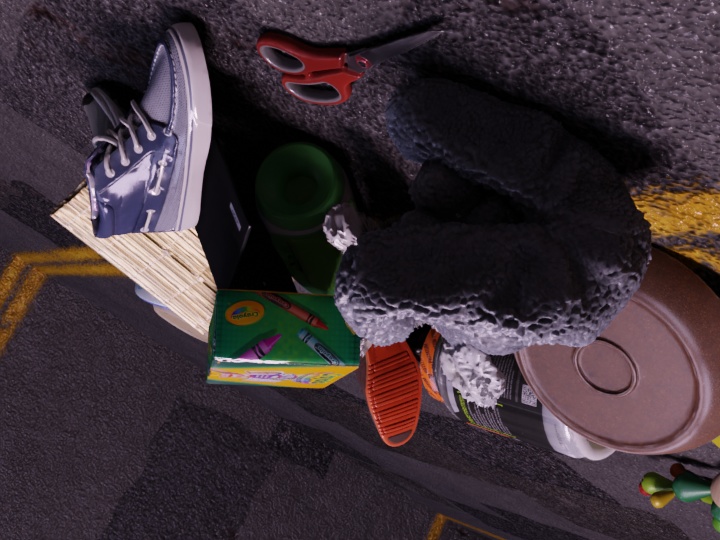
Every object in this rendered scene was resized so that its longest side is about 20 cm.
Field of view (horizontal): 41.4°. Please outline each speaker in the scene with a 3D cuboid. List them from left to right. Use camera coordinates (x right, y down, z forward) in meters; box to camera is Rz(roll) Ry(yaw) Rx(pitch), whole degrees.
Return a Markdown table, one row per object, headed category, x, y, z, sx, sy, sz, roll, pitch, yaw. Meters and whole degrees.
| category | x | y | z | sx | sy | sz | roll | pitch | yaw |
| --- | --- | --- | --- | --- | --- | --- | --- | --- | --- |
| speaker | -0.041 | -0.040 | 0.894 | 0.087 | 0.089 | 0.200 | 23 | 164 | 16 |

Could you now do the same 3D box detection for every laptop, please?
| category | x | y | z | sx | sy | sz | roll | pitch | yaw |
| --- | --- | --- | --- | --- | --- | --- | --- | --- | --- |
| laptop | -0.102 | -0.064 | 0.865 | 0.199 | 0.103 | 0.179 | 18 | -136 | -56 |

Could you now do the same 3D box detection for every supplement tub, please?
| category | x | y | z | sx | sy | sz | roll | pitch | yaw |
| --- | --- | --- | --- | --- | --- | --- | --- | --- | --- |
| supplement tub | 0.159 | 0.102 | 0.929 | 0.198 | 0.124 | 0.122 | 12 | 158 | 47 |

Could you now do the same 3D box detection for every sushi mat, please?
| category | x | y | z | sx | sy | sz | roll | pitch | yaw |
| --- | --- | --- | --- | --- | --- | --- | --- | --- | --- |
| sushi mat | -0.186 | -0.020 | 0.898 | 0.200 | 0.095 | 0.012 | 43 | -161 | -31 |

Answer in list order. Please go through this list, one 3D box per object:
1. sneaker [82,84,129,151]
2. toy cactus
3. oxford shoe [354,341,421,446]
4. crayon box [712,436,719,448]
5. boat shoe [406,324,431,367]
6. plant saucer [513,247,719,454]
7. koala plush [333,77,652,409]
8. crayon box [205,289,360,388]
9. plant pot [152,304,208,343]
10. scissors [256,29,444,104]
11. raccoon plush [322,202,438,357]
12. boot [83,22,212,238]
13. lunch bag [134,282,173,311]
| category | x | y | z | sx | sy | sz | roll | pitch | yaw |
| --- | --- | --- | --- | --- | --- | --- | --- | --- | --- |
| sneaker | -0.240 | -0.114 | 0.943 | 0.201 | 0.079 | 0.074 | 52 | -175 | 39 |
| toy cactus | 0.423 | 0.278 | 1.117 | 0.199 | 0.103 | 0.166 | 30 | 157 | 28 |
| oxford shoe | 0.021 | 0.104 | 1.121 | 0.070 | 0.203 | 0.072 | -11 | -177 | -24 |
| crayon box | 0.330 | 0.113 | 0.798 | 0.199 | 0.051 | 0.126 | 38 | 161 | -29 |
| boat shoe | 0.055 | 0.078 | 1.155 | 0.199 | 0.070 | 0.067 | 17 | 142 | 47 |
| plant saucer | 0.195 | 0.068 | 0.739 | 0.198 | 0.034 | 0.203 | 24 | 134 | 27 |
| koala plush | 0.092 | 0.003 | 0.654 | 0.181 | 0.180 | 0.201 | 15 | 159 | 9 |
| crayon box | -0.074 | 0.065 | 0.838 | 0.117 | 0.059 | 0.200 | 3 | 168 | -10 |
| plant pot | -0.201 | 0.016 | 1.261 | 0.198 | 0.136 | 0.201 | 26 | 164 | 8 |
| scissors | 0.001 | -0.139 | 0.648 | 0.198 | 0.014 | 0.073 | 10 | 154 | 46 |
| raccoon plush | 0.000 | 0.000 | 0.840 | 0.133 | 0.098 | 0.199 | -23 | 137 | 34 |
| boot | -0.175 | -0.103 | 0.770 | 0.073 | 0.089 | 0.202 | 58 | 148 | 38 |
| lunch bag | -0.158 | -0.009 | 1.044 | 0.158 | 0.084 | 0.200 | 14 | -166 | -3 |
